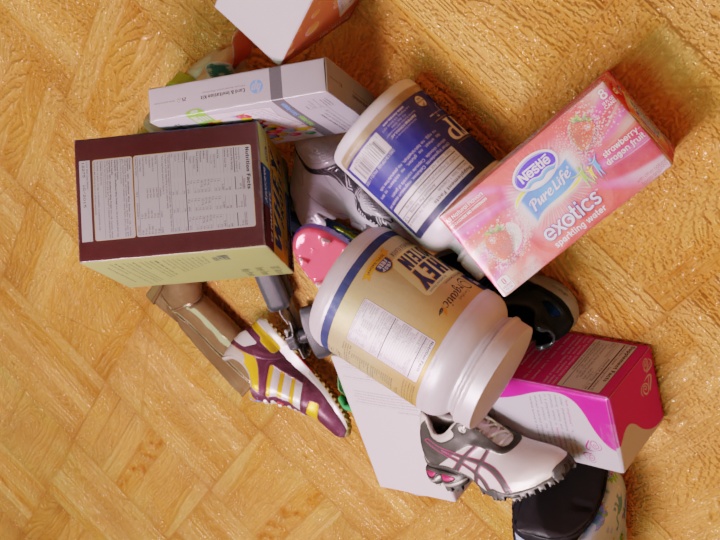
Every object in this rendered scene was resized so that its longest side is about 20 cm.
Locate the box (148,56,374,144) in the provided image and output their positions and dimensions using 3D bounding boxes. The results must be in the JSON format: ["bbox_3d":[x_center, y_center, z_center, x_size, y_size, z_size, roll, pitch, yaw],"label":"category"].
[{"bbox_3d":[-0.102,-0.172,1.371,0.199,0.156,0.041,-6,81,18],"label":"box"}]

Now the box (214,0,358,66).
[{"bbox_3d":[-0.044,-0.319,1.264,0.097,0.124,0.200,43,142,6],"label":"box"}]

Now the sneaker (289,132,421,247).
[{"bbox_3d":[-0.005,-0.077,1.473,0.200,0.075,0.115,42,143,15],"label":"sneaker"}]

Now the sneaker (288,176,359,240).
[{"bbox_3d":[-0.069,-0.042,1.561,0.199,0.071,0.083,39,138,10],"label":"sneaker"}]

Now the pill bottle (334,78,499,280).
[{"bbox_3d":[0.081,-0.090,1.339,0.200,0.120,0.120,44,141,5],"label":"pill bottle"}]

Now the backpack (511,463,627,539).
[{"bbox_3d":[0.240,0.296,1.487,0.153,0.163,0.200,21,143,10],"label":"backpack"}]

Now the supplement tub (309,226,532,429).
[{"bbox_3d":[0.063,0.060,1.335,0.200,0.144,0.145,32,139,16],"label":"supplement tub"}]

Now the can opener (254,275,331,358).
[{"bbox_3d":[-0.096,0.025,1.671,0.066,0.053,0.201,-21,111,14],"label":"can opener"}]

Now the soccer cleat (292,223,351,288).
[{"bbox_3d":[0.000,0.000,1.470,0.200,0.077,0.067,34,120,-27],"label":"soccer cleat"}]

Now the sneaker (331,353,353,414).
[{"bbox_3d":[0.009,0.166,1.649,0.074,0.084,0.201,-1,121,44],"label":"sneaker"}]

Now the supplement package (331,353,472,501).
[{"bbox_3d":[0.071,0.157,1.553,0.121,0.120,0.201,4,124,40],"label":"supplement package"}]

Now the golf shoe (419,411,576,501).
[{"bbox_3d":[0.139,0.195,1.399,0.199,0.077,0.088,-3,114,45],"label":"golf shoe"}]

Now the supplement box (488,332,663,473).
[{"bbox_3d":[0.215,0.135,1.412,0.199,0.103,0.102,10,128,40],"label":"supplement box"}]

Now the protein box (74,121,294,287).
[{"bbox_3d":[-0.188,-0.067,1.426,0.199,0.199,0.136,-5,81,5],"label":"protein box"}]

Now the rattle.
[{"bbox_3d":[-0.150,-0.186,1.487,0.200,0.130,0.143,-21,104,43],"label":"rattle"}]

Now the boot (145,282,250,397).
[{"bbox_3d":[-0.196,0.065,1.784,0.200,0.066,0.175,46,150,3],"label":"boot"}]

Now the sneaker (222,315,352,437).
[{"bbox_3d":[-0.097,0.160,1.725,0.200,0.090,0.075,49,179,10],"label":"sneaker"}]

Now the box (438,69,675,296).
[{"bbox_3d":[0.183,-0.082,1.201,0.200,0.095,0.103,-39,91,20],"label":"box"}]

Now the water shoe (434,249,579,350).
[{"bbox_3d":[0.140,0.030,1.415,0.199,0.079,0.072,14,130,36],"label":"water shoe"}]

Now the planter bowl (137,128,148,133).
[{"bbox_3d":[-0.270,-0.082,1.656,0.200,0.083,0.201,9,107,31],"label":"planter bowl"}]
